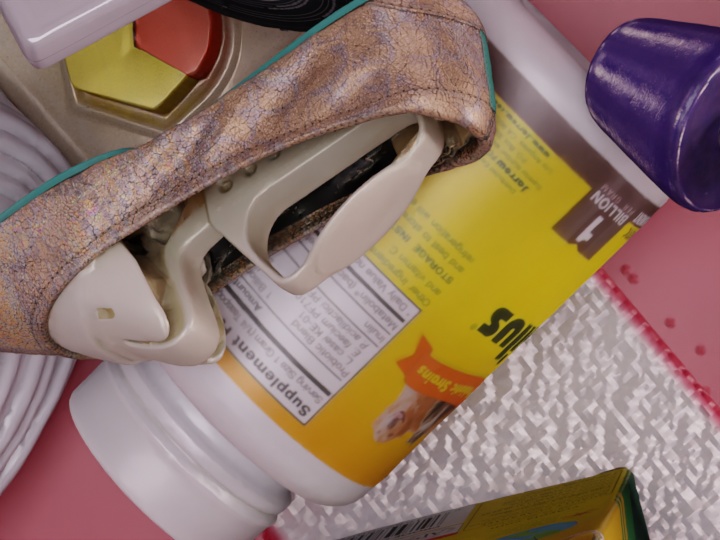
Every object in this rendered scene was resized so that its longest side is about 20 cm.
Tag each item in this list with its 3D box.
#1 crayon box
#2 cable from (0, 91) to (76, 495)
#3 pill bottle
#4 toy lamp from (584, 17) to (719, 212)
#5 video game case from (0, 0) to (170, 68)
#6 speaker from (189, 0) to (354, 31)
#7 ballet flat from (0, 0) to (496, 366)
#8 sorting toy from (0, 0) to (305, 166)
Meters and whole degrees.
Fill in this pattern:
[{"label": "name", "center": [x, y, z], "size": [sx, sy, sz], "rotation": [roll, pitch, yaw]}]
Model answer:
[{"label": "crayon box", "center": [0.025, 0.110, 0.882], "size": [0.126, 0.200, 0.051], "rotation": [-15, 90, 10]}, {"label": "cable", "center": [-0.171, 0.021, 0.910], "size": [0.069, 0.200, 0.200], "rotation": [31, 80, 32]}, {"label": "pill bottle", "center": [0.000, 0.000, 0.928], "size": [0.200, 0.109, 0.109], "rotation": [-44, 85, 8]}, {"label": "toy lamp", "center": [0.145, -0.020, 0.800], "size": [0.200, 0.058, 0.058], "rotation": [34, 98, 38]}, {"label": "video game case", "center": [-0.052, -0.182, 0.856], "size": [0.199, 0.022, 0.182], "rotation": [-29, 72, -5]}, {"label": "speaker", "center": [-0.010, -0.183, 0.907], "size": [0.081, 0.081, 0.201], "rotation": [15, 73, 8]}, {"label": "ballet flat", "center": [-0.045, -0.013, 0.853], "size": [0.200, 0.068, 0.067], "rotation": [-33, 60, 16]}, {"label": "sorting toy", "center": [-0.068, -0.135, 0.970], "size": [0.185, 0.036, 0.200], "rotation": [-43, 86, 8]}]
